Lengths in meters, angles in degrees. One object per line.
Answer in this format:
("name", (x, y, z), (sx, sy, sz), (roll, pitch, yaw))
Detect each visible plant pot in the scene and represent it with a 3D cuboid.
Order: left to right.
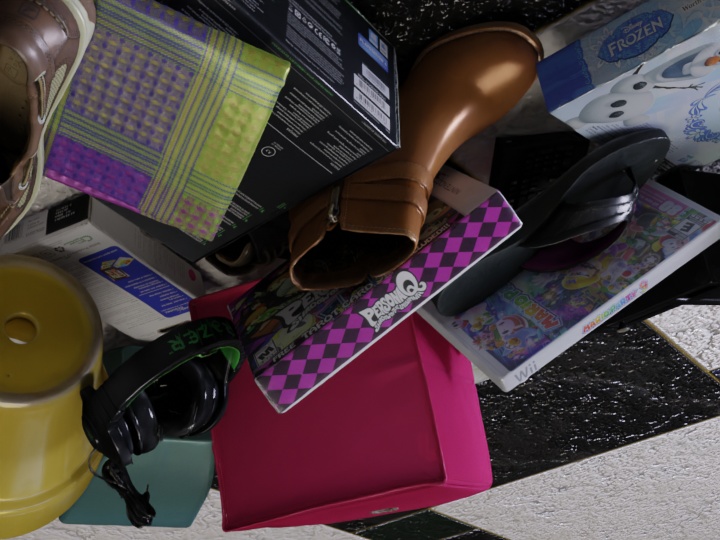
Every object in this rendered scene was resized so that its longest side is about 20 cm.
("plant pot", (-0.290, 0.091, 0.879), (0.198, 0.203, 0.189), (9, 145, -23))
("plant pot", (-0.210, 0.158, 1.072), (0.140, 0.143, 0.200), (7, 151, -21))

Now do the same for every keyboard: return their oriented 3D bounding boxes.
("keyboard", (0.121, -0.047, 0.917), (0.125, 0.021, 0.201), (-5, 149, -1))

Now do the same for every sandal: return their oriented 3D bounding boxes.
("sandal", (0.140, -0.023, 0.754), (0.200, 0.048, 0.075), (-36, 151, 2))

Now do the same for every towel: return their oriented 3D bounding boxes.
("towel", (-0.151, -0.104, 0.593), (0.198, 0.023, 0.144), (24, 131, -10))

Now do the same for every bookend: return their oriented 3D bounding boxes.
("bookend", (0.271, 0.001, 0.926), (0.197, 0.093, 0.199), (2, 160, -36))

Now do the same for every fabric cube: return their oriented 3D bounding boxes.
("fabric cube", (-0.010, 0.111, 0.941), (0.194, 0.203, 0.199), (-14, 165, 14))

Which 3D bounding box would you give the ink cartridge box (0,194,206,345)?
("ink cartridge box", (-0.207, 0.006, 0.935), (0.094, 0.037, 0.200), (-18, 145, 21))

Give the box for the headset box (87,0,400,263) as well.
("headset box", (-0.104, -0.111, 0.680), (0.199, 0.094, 0.174), (-27, 136, 31))

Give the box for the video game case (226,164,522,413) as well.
("video game case", (0.000, 0.000, 0.766), (0.199, 0.181, 0.036), (-38, 108, -1))

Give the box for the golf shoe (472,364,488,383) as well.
("golf shoe", (0.132, 0.063, 1.070), (0.091, 0.076, 0.199), (0, 155, -41))

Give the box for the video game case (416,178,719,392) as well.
("video game case", (0.145, -0.006, 0.795), (0.199, 0.143, 0.018), (-34, 127, -11))

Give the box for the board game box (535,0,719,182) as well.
("board game box", (0.251, -0.139, 0.727), (0.198, 0.044, 0.199), (-25, 156, 31))

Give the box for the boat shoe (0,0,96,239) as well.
("boat shoe", (-0.205, -0.068, 0.570), (0.074, 0.075, 0.203), (25, 132, -12))

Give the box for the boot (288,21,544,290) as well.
("boot", (0.033, -0.074, 0.708), (0.198, 0.156, 0.077), (-22, 122, 21))

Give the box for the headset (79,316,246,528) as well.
("headset", (-0.153, 0.117, 0.827), (0.123, 0.094, 0.200), (-17, 155, -47))

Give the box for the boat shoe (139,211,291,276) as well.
("boat shoe", (-0.097, -0.030, 0.855), (0.198, 0.074, 0.074), (15, 144, -31))
